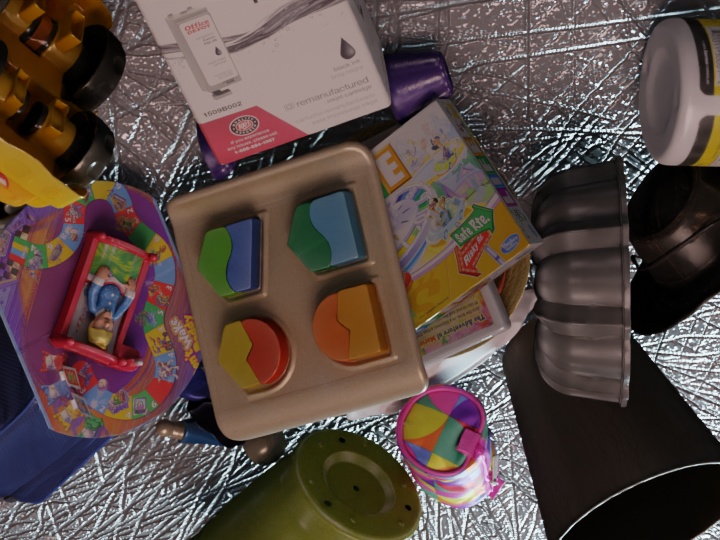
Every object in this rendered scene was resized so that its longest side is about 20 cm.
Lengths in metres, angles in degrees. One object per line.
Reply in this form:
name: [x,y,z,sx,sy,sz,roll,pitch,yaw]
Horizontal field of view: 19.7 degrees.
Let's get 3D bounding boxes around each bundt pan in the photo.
bundt pan: [0.175,0.009,1.665,0.075,0.203,0.203,-2,135,5]

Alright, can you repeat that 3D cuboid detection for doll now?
doll: [-0.122,0.112,1.830,0.136,0.049,0.200,-30,139,7]

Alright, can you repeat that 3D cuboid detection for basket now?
basket: [0.211,0.136,1.794,0.179,0.201,0.136,-23,143,-1]

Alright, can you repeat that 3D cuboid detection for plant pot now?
plant pot: [-0.043,0.252,1.877,0.199,0.201,0.193,17,128,-24]

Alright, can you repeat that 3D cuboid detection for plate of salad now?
plate of salad: [0.067,0.064,1.775,0.199,0.048,0.200,-31,168,-7]

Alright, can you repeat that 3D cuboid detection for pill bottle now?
pill bottle: [0.327,-0.137,1.622,0.198,0.115,0.115,1,134,-11]

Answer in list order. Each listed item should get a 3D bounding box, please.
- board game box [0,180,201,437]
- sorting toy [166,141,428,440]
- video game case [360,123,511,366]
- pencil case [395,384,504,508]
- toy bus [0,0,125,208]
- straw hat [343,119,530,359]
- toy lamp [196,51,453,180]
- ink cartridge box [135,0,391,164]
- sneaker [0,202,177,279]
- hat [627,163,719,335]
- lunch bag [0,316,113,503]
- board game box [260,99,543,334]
board game box: [-0.194,0.030,1.614,0.157,0.039,0.201,-28,106,-28]
sorting toy: [-0.054,0.019,1.612,0.184,0.202,0.036,-16,178,24]
video game case: [0.000,0.000,1.657,0.199,0.183,0.024,-25,174,23]
pencil case: [0.081,0.158,1.837,0.088,0.089,0.200,-15,164,5]
toy bus: [-0.281,-0.117,1.481,0.191,0.201,0.136,-27,132,27]
straw hat: [0.058,-0.024,1.689,0.201,0.202,0.085,-35,169,23]
toy lamp: [-0.026,-0.124,1.614,0.199,0.058,0.058,-16,135,9]
ink cartridge box: [-0.078,-0.192,1.516,0.146,0.083,0.201,-18,135,8]
sneaker: [-0.241,-0.037,1.645,0.198,0.073,0.085,3,136,-11]
hat: [0.263,-0.046,1.667,0.081,0.201,0.200,44,117,-14]
lunch bag: [-0.279,0.106,1.721,0.132,0.137,0.200,14,135,-46]
board game box: [0.025,-0.020,1.613,0.200,0.135,0.034,-37,169,22]
